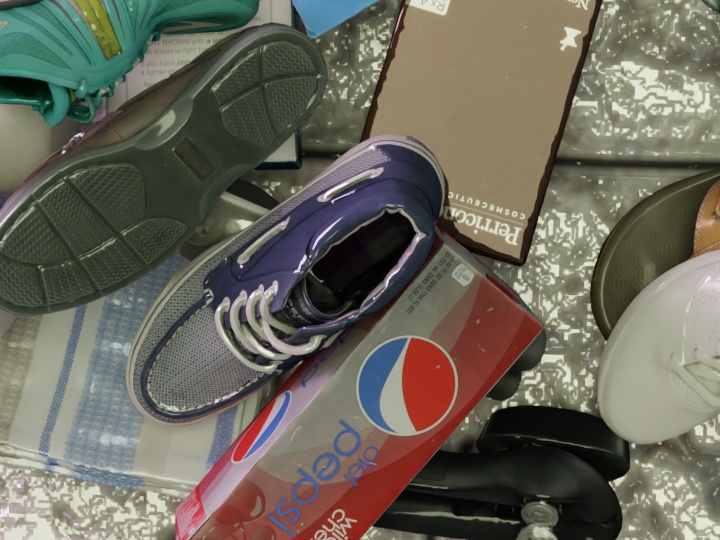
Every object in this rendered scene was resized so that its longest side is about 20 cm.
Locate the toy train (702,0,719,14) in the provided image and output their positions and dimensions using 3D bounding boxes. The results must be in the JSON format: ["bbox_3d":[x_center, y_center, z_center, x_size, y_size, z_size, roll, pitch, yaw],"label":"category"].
[{"bbox_3d":[0.234,-0.203,1.265,0.113,0.085,0.201,5,86,-9],"label":"toy train"}]

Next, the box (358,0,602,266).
[{"bbox_3d":[0.065,-0.111,1.275,0.100,0.075,0.201,16,91,4],"label":"box"}]

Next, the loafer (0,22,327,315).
[{"bbox_3d":[-0.105,-0.051,1.223,0.200,0.063,0.072,-37,114,-5],"label":"loafer"}]

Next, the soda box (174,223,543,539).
[{"bbox_3d":[-0.003,0.075,1.220,0.070,0.063,0.200,40,95,-14],"label":"soda box"}]

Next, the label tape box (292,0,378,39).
[{"bbox_3d":[-0.018,-0.235,1.216,0.143,0.066,0.201,-29,85,14],"label":"label tape box"}]

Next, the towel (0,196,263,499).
[{"bbox_3d":[-0.142,0.036,1.289,0.199,0.024,0.148,11,70,5],"label":"towel"}]

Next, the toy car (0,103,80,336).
[{"bbox_3d":[-0.249,-0.060,1.237,0.174,0.150,0.201,13,77,16],"label":"toy car"}]

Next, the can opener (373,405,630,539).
[{"bbox_3d":[0.039,0.112,1.283,0.199,0.079,0.064,0,120,9],"label":"can opener"}]

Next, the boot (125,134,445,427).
[{"bbox_3d":[-0.043,0.016,1.193,0.073,0.090,0.200,43,108,-11],"label":"boot"}]

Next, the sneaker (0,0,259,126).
[{"bbox_3d":[-0.139,-0.108,1.195,0.199,0.078,0.080,-14,75,-23],"label":"sneaker"}]

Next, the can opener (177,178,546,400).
[{"bbox_3d":[0.000,0.000,1.274,0.199,0.067,0.053,22,133,-14],"label":"can opener"}]

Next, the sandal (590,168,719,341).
[{"bbox_3d":[0.210,-0.020,1.270,0.199,0.055,0.082,-19,87,3],"label":"sandal"}]

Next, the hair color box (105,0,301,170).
[{"bbox_3d":[-0.082,-0.152,1.290,0.099,0.061,0.201,-2,89,2],"label":"hair color box"}]

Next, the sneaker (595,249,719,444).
[{"bbox_3d":[0.193,0.030,1.214,0.075,0.089,0.200,42,116,-18],"label":"sneaker"}]
